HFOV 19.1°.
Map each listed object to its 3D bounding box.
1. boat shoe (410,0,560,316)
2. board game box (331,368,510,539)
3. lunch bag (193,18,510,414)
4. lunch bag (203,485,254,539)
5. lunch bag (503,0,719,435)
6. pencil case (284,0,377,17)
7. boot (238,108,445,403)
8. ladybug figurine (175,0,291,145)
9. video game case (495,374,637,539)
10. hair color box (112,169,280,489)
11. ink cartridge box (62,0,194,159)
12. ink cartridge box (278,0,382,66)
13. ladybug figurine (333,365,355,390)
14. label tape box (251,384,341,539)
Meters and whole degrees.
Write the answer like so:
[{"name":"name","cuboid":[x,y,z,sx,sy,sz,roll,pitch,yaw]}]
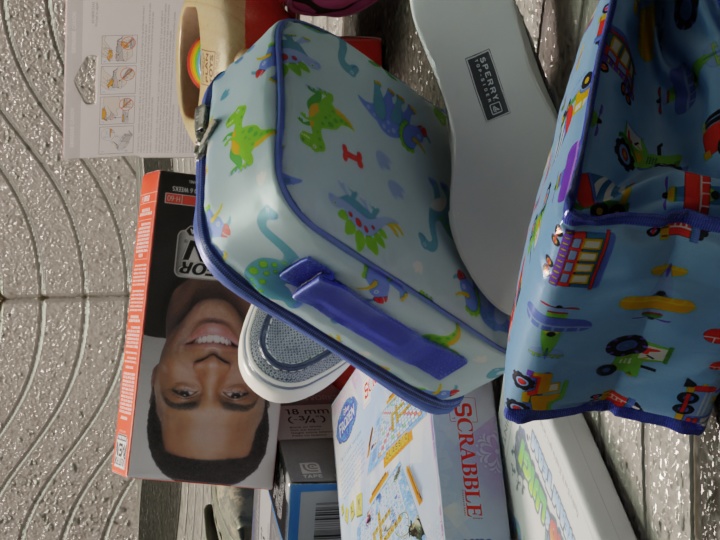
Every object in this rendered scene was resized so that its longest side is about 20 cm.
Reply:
[{"name":"boat shoe","cuboid":[0.075,-0.069,1.124,0.068,0.072,0.200,25,-133,-72]},{"name":"board game box","cuboid":[0.032,0.133,1.260,0.200,0.041,0.200,122,147,-59]},{"name":"lunch bag","cuboid":[0.003,-0.025,1.123,0.082,0.200,0.161,-35,39,32]},{"name":"lunch bag","cuboid":[-0.063,0.214,1.702,0.164,0.117,0.200,-106,13,-51]},{"name":"lunch bag","cuboid":[0.114,-0.055,0.915,0.151,0.094,0.200,101,172,-55]},{"name":"pencil case","cuboid":[-0.019,-0.284,1.513,0.094,0.091,0.200,-18,72,41]},{"name":"boot","cuboid":[0.000,-0.014,1.263,0.200,0.073,0.090,-52,-6,-29]},{"name":"ladybug figurine","cuboid":[-0.088,-0.150,1.547,0.200,0.072,0.136,-142,52,-74]},{"name":"video game case","cuboid":[0.100,0.159,1.126,0.200,0.024,0.182,-108,21,-56]},{"name":"hair color box","cuboid":[-0.101,0.039,1.408,0.061,0.101,0.200,179,97,-73]},{"name":"ink cartridge box","cuboid":[-0.235,-0.216,2.320,0.045,0.176,0.200,-108,21,-55]},{"name":"ink cartridge box","cuboid":[-0.026,-0.110,1.593,0.116,0.067,0.200,-171,80,-77]},{"name":"ladybug figurine","cuboid":[0.000,0.000,1.434,0.136,0.072,0.200,124,143,-70]},{"name":"label tape box","cuboid":[-0.039,0.151,1.481,0.200,0.063,0.144,-111,22,-60]}]
